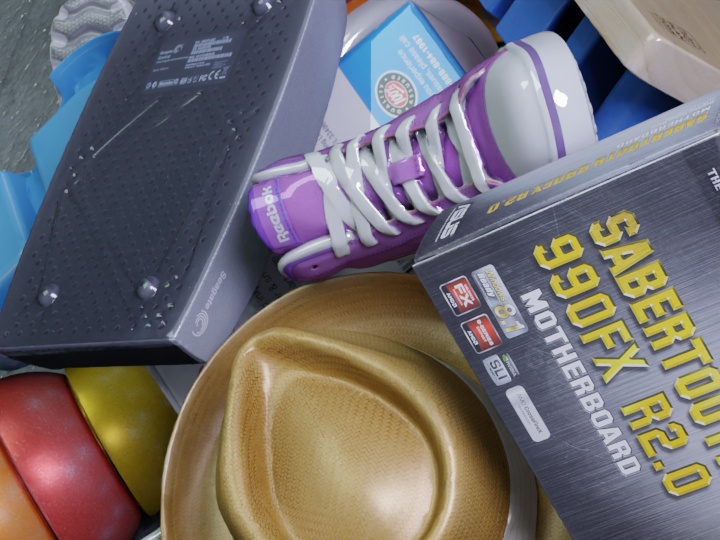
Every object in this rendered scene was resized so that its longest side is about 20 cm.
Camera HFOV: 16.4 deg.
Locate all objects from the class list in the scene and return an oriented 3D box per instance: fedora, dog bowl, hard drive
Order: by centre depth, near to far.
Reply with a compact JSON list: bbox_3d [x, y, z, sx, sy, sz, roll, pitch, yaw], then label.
[{"bbox_3d":[-0.002,0.081,0.980,0.199,0.082,0.202,-7,65,16],"label":"fedora"},{"bbox_3d":[-0.080,-0.045,1.113,0.134,0.042,0.201,-5,55,42],"label":"hard drive"},{"bbox_3d":[-0.151,-0.029,1.249,0.200,0.049,0.112,-43,44,18],"label":"dog bowl"}]

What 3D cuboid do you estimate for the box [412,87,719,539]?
[{"bbox_3d":[0.135,0.042,0.896,0.158,0.201,0.048,-22,18,26],"label":"box"}]

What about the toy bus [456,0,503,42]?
[{"bbox_3d":[0.039,-0.173,1.340,0.065,0.078,0.200,-53,34,-10],"label":"toy bus"}]

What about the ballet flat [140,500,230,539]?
[{"bbox_3d":[-0.034,0.106,1.074,0.199,0.070,0.070,-34,35,6],"label":"ballet flat"}]

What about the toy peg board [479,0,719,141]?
[{"bbox_3d":[0.132,-0.062,1.034,0.098,0.198,0.200,-55,31,18],"label":"toy peg board"}]

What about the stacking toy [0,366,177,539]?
[{"bbox_3d":[-0.134,0.092,1.262,0.199,0.147,0.146,-29,33,-6],"label":"stacking toy"}]

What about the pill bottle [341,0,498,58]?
[{"bbox_3d":[-0.021,-0.107,1.309,0.114,0.114,0.200,-52,33,-6],"label":"pill bottle"}]

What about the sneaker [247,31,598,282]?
[{"bbox_3d":[0.018,-0.032,0.980,0.114,0.073,0.200,-14,-8,-18],"label":"sneaker"}]

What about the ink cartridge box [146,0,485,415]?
[{"bbox_3d":[0.000,0.000,1.148,0.200,0.084,0.146,-39,72,14],"label":"ink cartridge box"}]

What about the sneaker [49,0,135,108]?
[{"bbox_3d":[-0.114,-0.046,1.325,0.074,0.082,0.202,-2,88,26],"label":"sneaker"}]
